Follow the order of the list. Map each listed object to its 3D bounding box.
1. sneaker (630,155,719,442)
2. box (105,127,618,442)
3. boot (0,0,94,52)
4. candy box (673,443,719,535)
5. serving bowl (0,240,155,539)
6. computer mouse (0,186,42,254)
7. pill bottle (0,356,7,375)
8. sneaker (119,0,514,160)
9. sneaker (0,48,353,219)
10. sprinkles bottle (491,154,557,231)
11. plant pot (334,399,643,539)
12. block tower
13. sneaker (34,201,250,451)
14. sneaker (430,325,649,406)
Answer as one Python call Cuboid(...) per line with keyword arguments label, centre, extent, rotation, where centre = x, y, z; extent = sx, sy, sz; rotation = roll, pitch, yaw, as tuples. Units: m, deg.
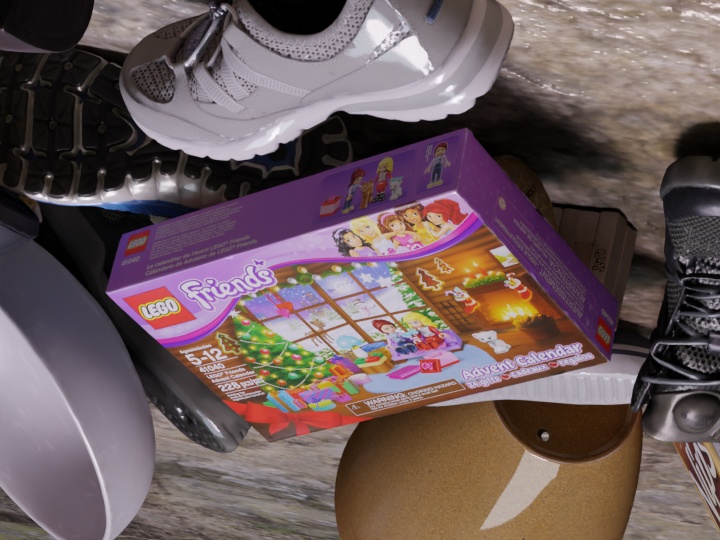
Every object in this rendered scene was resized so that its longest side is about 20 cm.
Cuboid(label="sneaker", centre=(0.170, 0.017, 1.176), extent=(0.076, 0.115, 0.200), rotation=(9, 164, 8))
Cuboid(label="box", centre=(0.000, 0.013, 1.177), extent=(0.199, 0.039, 0.137), rotation=(-16, 136, 32))
Cuboid(label="boot", centre=(-0.235, -0.151, 1.044), extent=(0.199, 0.069, 0.188), rotation=(12, 175, 35))
Cuboid(label="candy box", centre=(0.225, 0.127, 1.393), extent=(0.056, 0.201, 0.117), rotation=(-24, 164, -3))
Cuboid(label="serving bowl", centre=(-0.172, 0.051, 1.357), extent=(0.200, 0.066, 0.201), rotation=(40, 150, 29))
Cuboid(label="computer mouse", centre=(-0.207, -0.039, 1.266), extent=(0.140, 0.046, 0.200), rotation=(31, -176, -45))
Cuboid(label="pill bottle", centre=(-0.249, 0.016, 1.538), extent=(0.116, 0.117, 0.199), rotation=(23, 162, -35))
Cuboid(label="sneaker", centre=(-0.032, -0.101, 1.022), extent=(0.199, 0.075, 0.082), rotation=(-9, 140, 42))
Cuboid(label="sneaker", centre=(-0.102, -0.051, 1.225), extent=(0.199, 0.079, 0.089), rotation=(12, 163, 5))
Cuboid(label="sprinkles bottle", centre=(0.000, 0.000, 1.253), extent=(0.199, 0.069, 0.068), rotation=(-16, 151, 33))
Cuboid(label="plant pot", centre=(0.093, 0.111, 1.523), extent=(0.185, 0.187, 0.200), rotation=(14, 152, -6))
Cuboid(label="block tower", centre=(0.043, -0.005, 1.317), extent=(0.199, 0.058, 0.054), rotation=(8, 164, 26))
Cuboid(label="sneaker", centre=(-0.108, -0.006, 1.410), extent=(0.199, 0.114, 0.076), rotation=(47, 157, -13))
Cuboid(label="sneaker", centre=(0.080, 0.030, 1.373), extent=(0.199, 0.080, 0.078), rotation=(-2, 162, 40))
